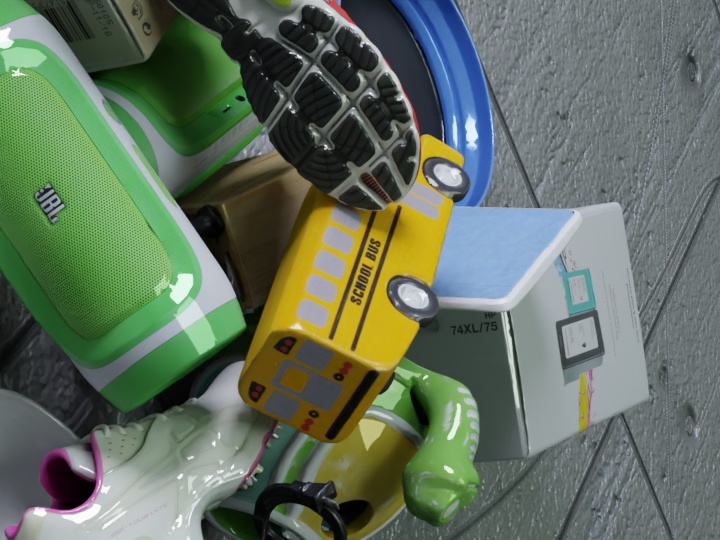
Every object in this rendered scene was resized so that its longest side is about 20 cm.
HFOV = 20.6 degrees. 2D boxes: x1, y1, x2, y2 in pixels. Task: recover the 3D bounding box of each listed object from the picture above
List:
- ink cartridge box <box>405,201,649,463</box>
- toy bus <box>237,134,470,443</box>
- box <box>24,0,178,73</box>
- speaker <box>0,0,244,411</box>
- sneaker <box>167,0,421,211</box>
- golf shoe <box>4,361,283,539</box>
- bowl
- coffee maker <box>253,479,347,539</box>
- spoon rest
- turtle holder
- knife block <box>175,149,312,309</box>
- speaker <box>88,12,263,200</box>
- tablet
[{"bbox_3d":[0.083,0.042,1.341,0.200,0.147,0.146,-14,96,-58],"label":"ink cartridge box"},{"bbox_3d":[0.000,0.000,1.042,0.078,0.065,0.200,26,39,-7],"label":"toy bus"},{"bbox_3d":[-0.132,-0.199,1.093,0.078,0.095,0.200,61,39,-33],"label":"box"},{"bbox_3d":[-0.143,-0.033,0.972,0.200,0.088,0.088,55,34,1],"label":"speaker"},{"bbox_3d":[-0.027,-0.122,1.036,0.200,0.077,0.085,54,23,7],"label":"sneaker"},{"bbox_3d":[-0.104,0.099,0.997,0.092,0.075,0.200,42,40,-8],"label":"golf shoe"},{"bbox_3d":[0.026,-0.125,1.368,0.201,0.039,0.201,32,50,-48],"label":"bowl"},{"bbox_3d":[-0.070,0.237,0.958,0.200,0.135,0.192,-43,115,-47],"label":"coffee maker"},{"bbox_3d":[-0.152,0.125,1.020,0.200,0.061,0.099,34,55,-52],"label":"spoon rest"},{"bbox_3d":[-0.014,0.101,1.140,0.141,0.185,0.132,86,27,-62],"label":"turtle holder"},{"bbox_3d":[-0.061,-0.017,1.100,0.176,0.200,0.064,-96,170,-76],"label":"knife block"},{"bbox_3d":[-0.106,-0.096,1.120,0.200,0.088,0.089,-46,122,-52],"label":"speaker"},{"bbox_3d":[0.022,-0.009,1.201,0.130,0.200,0.014,-46,132,-52],"label":"tablet"}]
